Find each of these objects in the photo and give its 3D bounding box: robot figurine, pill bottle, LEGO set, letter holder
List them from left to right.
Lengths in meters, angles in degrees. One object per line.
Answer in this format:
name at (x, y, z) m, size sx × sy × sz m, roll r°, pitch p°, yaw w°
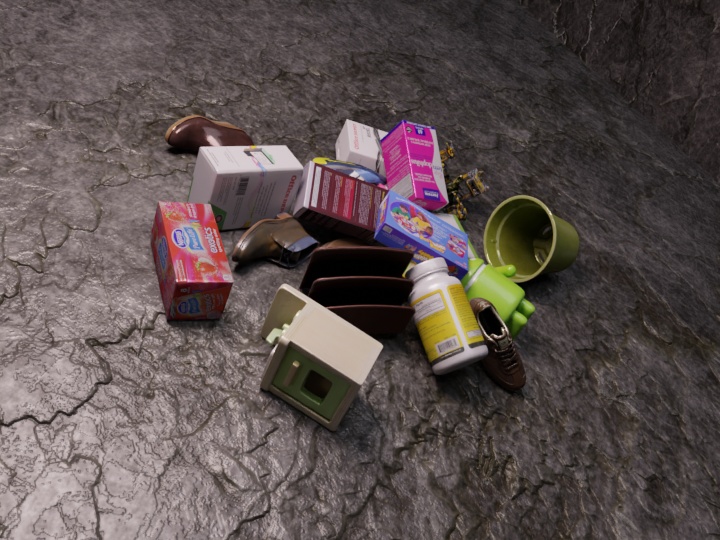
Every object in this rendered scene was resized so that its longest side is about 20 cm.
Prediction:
letter holder at (0.002, 0.036, 1.196) m, size 0.196 × 0.143 × 0.102 m, roll 1°, pitch 53°, yaw -21°
pill bottle at (0.156, 0.085, 1.243) m, size 0.111 × 0.112 × 0.203 m, roll -8°, pitch 71°, yaw -37°
LEGO set at (0.244, -0.229, 1.644) m, size 0.202 × 0.115 × 0.154 m, roll 60°, pitch 28°, yaw -10°
robot figurine at (0.266, 0.055, 1.388) m, size 0.199 × 0.116 × 0.175 m, roll 37°, pitch 51°, yaw 12°

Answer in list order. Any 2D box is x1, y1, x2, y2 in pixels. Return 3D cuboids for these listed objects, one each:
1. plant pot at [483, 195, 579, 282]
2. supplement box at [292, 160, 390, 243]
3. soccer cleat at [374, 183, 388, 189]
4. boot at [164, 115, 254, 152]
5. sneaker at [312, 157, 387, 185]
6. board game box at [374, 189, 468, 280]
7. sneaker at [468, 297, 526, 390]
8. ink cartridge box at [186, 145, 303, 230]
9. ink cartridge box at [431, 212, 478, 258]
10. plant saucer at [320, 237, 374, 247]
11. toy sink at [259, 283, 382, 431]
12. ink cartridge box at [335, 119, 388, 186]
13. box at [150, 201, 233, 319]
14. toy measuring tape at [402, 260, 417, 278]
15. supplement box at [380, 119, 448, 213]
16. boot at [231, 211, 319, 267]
plant pot at (0.432, -0.067, 1.593) m, size 0.182 × 0.201 × 0.202 m, roll 6°, pitch 41°, yaw -43°
supplement box at (-0.036, -0.141, 1.380) m, size 0.197 × 0.061 × 0.111 m, roll 18°, pitch 66°, yaw -24°
soccer cleat at (0.008, -0.135, 1.496) m, size 0.199 × 0.070 × 0.087 m, roll -27°, pitch 79°, yaw -45°
boot at (-0.306, -0.266, 1.431) m, size 0.166 × 0.073 × 0.199 m, roll 43°, pitch 36°, yaw 22°
sneaker at (-0.029, -0.211, 1.542) m, size 0.197 × 0.084 × 0.074 m, roll 5°, pitch 14°, yaw -28°
board game box at (0.128, -0.069, 1.345) m, size 0.198 × 0.045 × 0.135 m, roll 29°, pitch 34°, yaw -11°
sneaker at (0.264, 0.147, 1.264) m, size 0.070 × 0.076 × 0.202 m, roll -31°, pitch 92°, yaw -6°
ink cartridge box at (-0.229, -0.165, 1.305) m, size 0.198 × 0.146 × 0.084 m, roll -10°, pitch 49°, yaw -39°
ink cartridge box at (0.146, -0.061, 1.480) m, size 0.197 × 0.076 × 0.149 m, roll 4°, pitch 44°, yaw -26°
plant saucer at (0.000, 0.000, 1.358) m, size 0.197 × 0.030 × 0.202 m, roll 17°, pitch 38°, yaw -14°
toy sink at (-0.086, 0.141, 1.061) m, size 0.198 × 0.131 × 0.112 m, roll 32°, pitch 38°, yaw 4°
ink cartridge box at (0.043, -0.285, 1.661) m, size 0.197 × 0.085 × 0.146 m, roll 13°, pitch 41°, yaw -19°
box at (-0.297, -0.019, 1.138) m, size 0.098 × 0.096 × 0.202 m, roll 1°, pitch 45°, yaw -29°
toy measuring tape at (0.114, 0.013, 1.344) m, size 0.198 × 0.074 × 0.074 m, roll 34°, pitch 36°, yaw -9°
supplement box at (0.125, -0.233, 1.537) m, size 0.100 × 0.103 × 0.204 m, roll 4°, pitch 69°, yaw -32°
boot at (-0.161, -0.048, 1.274) m, size 0.096 × 0.075 × 0.200 m, roll 34°, pitch 36°, yaw 12°
